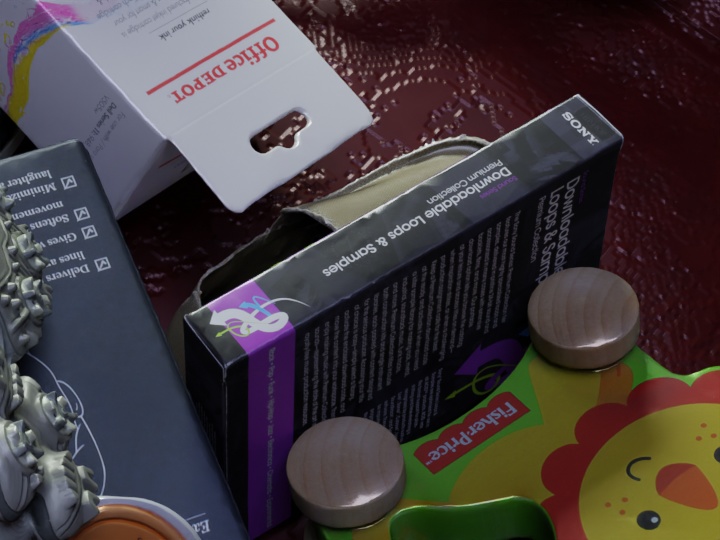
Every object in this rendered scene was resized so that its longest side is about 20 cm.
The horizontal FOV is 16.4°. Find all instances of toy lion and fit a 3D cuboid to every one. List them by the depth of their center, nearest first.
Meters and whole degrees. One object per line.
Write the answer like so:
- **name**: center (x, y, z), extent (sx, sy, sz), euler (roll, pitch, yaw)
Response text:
- **toy lion**: center (0.099, 0.099, 0.997), extent (0.200, 0.069, 0.192), euler (-31, 49, -19)

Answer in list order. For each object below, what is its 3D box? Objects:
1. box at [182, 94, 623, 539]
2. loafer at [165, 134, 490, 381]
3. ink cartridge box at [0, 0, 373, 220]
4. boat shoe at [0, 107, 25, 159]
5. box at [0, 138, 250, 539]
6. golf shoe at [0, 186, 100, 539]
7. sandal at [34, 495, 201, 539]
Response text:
- **box**: center (0.017, 0.023, 1.038), extent (0.199, 0.143, 0.036), euler (-28, 60, -22)
- **loafer**: center (0.000, 0.000, 1.092), extent (0.200, 0.068, 0.076), euler (-36, 71, -23)
- **ink cartridge box**: center (-0.103, -0.101, 1.105), extent (0.200, 0.067, 0.117), euler (47, 43, 7)
- **boat shoe**: center (-0.191, -0.073, 1.108), extent (0.072, 0.068, 0.200), euler (23, 57, 8)
- **box**: center (-0.149, 0.071, 1.010), extent (0.148, 0.107, 0.201), euler (-17, 64, -17)
- **golf shoe**: center (-0.164, 0.031, 0.928), extent (0.097, 0.078, 0.200), euler (-31, 43, 15)
- **sandal**: center (-0.092, 0.186, 0.917), extent (0.079, 0.208, 0.059), euler (4, 15, -23)
